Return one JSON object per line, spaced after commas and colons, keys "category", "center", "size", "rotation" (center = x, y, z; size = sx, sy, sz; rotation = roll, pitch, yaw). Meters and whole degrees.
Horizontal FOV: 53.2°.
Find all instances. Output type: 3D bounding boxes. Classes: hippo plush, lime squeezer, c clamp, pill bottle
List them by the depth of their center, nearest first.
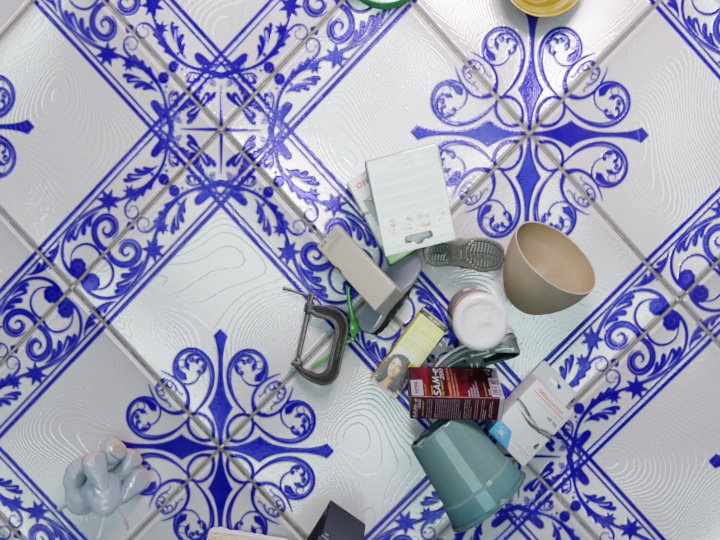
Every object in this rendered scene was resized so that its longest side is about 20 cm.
{"category": "pill bottle", "center": [0.242, 0.096, 1.521], "size": [0.113, 0.200, 0.120], "rotation": [0, 94, 2]}
{"category": "lime squeezer", "center": [-0.042, 0.141, 1.614], "size": [0.069, 0.038, 0.204], "rotation": [24, 96, -3]}
{"category": "c clamp", "center": [-0.108, 0.150, 1.615], "size": [0.167, 0.027, 0.206], "rotation": [8, 93, 16]}
{"category": "hippo plush", "center": [-0.584, 0.490, 1.622], "size": [0.158, 0.158, 0.205], "rotation": [-20, 77, 33]}

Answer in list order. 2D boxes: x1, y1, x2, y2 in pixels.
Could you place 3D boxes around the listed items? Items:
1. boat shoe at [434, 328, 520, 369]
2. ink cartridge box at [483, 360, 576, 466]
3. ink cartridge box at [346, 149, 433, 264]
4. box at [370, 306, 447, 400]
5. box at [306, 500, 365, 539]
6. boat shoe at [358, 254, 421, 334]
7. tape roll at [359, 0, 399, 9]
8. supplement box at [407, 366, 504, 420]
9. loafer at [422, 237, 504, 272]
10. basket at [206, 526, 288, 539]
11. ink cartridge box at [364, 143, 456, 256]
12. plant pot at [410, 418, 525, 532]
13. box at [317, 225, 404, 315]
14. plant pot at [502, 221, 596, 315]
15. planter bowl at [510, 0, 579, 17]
{"category": "boat shoe", "center": [0.258, 0.194, 1.584], "size": [0.196, 0.073, 0.063], "rotation": [-23, 61, -1]}
{"category": "ink cartridge box", "center": [0.385, 0.315, 1.597], "size": [0.116, 0.068, 0.201], "rotation": [42, 93, -2]}
{"category": "ink cartridge box", "center": [0.076, -0.138, 1.569], "size": [0.143, 0.084, 0.203], "rotation": [-30, 92, 3]}
{"category": "box", "center": [0.107, 0.185, 1.606], "size": [0.075, 0.050, 0.202], "rotation": [36, 93, -1]}
{"category": "box", "center": [-0.080, 0.638, 1.565], "size": [0.103, 0.200, 0.185], "rotation": [31, 95, 1]}
{"category": "boat shoe", "center": [0.074, 0.059, 1.593], "size": [0.069, 0.066, 0.202], "rotation": [32, 88, 34]}
{"category": "tape roll", "center": [0.052, -0.676, 1.554], "size": [0.195, 0.048, 0.206], "rotation": [0, 93, 2]}
{"category": "supplement box", "center": [0.200, 0.261, 1.533], "size": [0.194, 0.110, 0.062], "rotation": [0, 118, -1]}
{"category": "loafer", "center": [0.224, -0.042, 1.580], "size": [0.195, 0.070, 0.077], "rotation": [6, 98, -16]}
{"category": "basket", "center": [-0.272, 0.709, 1.597], "size": [0.194, 0.161, 0.204], "rotation": [7, 95, 3]}
{"category": "ink cartridge box", "center": [0.104, -0.148, 1.505], "size": [0.157, 0.050, 0.205], "rotation": [-13, 96, 1]}
{"category": "plant pot", "center": [0.220, 0.419, 1.557], "size": [0.199, 0.200, 0.198], "rotation": [-38, 84, 4]}
{"category": "box", "center": [0.000, 0.000, 1.549], "size": [0.068, 0.082, 0.200], "rotation": [-45, 67, 5]}
{"category": "plant pot", "center": [0.382, 0.016, 1.535], "size": [0.198, 0.202, 0.136], "rotation": [31, 130, -1]}
{"category": "planter bowl", "center": [0.385, -0.632, 1.529], "size": [0.195, 0.083, 0.206], "rotation": [0, 94, 2]}
